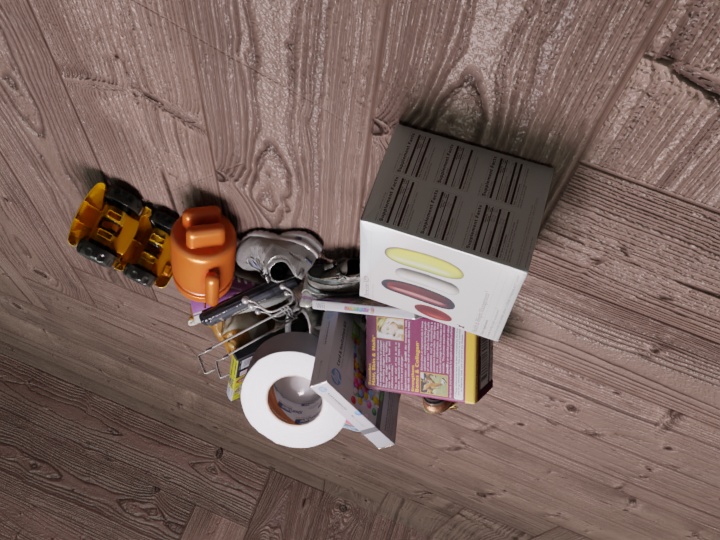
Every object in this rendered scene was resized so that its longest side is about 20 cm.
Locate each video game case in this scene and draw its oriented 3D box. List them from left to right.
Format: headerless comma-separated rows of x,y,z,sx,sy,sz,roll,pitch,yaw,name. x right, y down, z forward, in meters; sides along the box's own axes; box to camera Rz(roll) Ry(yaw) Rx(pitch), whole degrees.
-0.180,0.181,1.448,0.026,0.197,0.182,52,148,24,video game case
0.039,0.053,1.150,0.196,0.019,0.142,3,-172,34,video game case

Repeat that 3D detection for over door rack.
-0.197,0.100,1.234,0.067,0.199,0.148,50,174,10,over door rack

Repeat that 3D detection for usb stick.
-0.201,0.050,1.287,0.055,0.196,0.033,70,175,-86,usb stick

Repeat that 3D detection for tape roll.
-0.112,0.214,1.252,0.194,0.067,0.206,2,114,4,tape roll

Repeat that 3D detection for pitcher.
-0.111,0.182,1.354,0.172,0.120,0.202,47,121,22,pitcher

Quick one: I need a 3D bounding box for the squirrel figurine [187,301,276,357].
-0.276,0.119,1.496,0.183,0.143,0.202,18,151,24,squirrel figurine

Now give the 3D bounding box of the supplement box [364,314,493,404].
0.113,0.130,1.154,0.195,0.135,0.103,5,-170,27,supplement box

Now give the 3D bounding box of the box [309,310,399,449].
-0.002,0.183,1.202,0.041,0.158,0.200,-23,127,30,box

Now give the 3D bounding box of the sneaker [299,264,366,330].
-0.056,0.078,1.278,0.073,0.102,0.201,1,147,33,sneaker

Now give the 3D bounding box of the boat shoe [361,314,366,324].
0.093,0.119,1.258,0.195,0.075,0.076,18,153,11,boat shoe

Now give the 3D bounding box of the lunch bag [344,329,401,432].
0.007,0.224,1.410,0.125,0.173,0.199,29,152,-21,lunch bag

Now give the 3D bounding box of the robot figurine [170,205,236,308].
-0.275,-0.026,1.234,0.142,0.117,0.202,33,142,13,robot figurine

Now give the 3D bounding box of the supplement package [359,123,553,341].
0.111,-0.041,0.876,0.195,0.150,0.193,17,153,10,supplement package

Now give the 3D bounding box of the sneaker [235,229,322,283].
-0.156,-0.019,1.204,0.197,0.083,0.075,-6,141,45,sneaker

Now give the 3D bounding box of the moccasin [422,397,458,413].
0.151,0.216,1.262,0.071,0.080,0.201,4,-169,12,moccasin

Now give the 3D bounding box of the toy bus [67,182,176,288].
-0.439,-0.054,1.336,0.197,0.138,0.191,28,166,-15,toy bus

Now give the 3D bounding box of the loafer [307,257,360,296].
0.000,0.000,1.147,0.195,0.072,0.064,4,129,21,loafer

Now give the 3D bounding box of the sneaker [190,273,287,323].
-0.238,0.025,1.363,0.195,0.118,0.073,-11,173,-2,sneaker
